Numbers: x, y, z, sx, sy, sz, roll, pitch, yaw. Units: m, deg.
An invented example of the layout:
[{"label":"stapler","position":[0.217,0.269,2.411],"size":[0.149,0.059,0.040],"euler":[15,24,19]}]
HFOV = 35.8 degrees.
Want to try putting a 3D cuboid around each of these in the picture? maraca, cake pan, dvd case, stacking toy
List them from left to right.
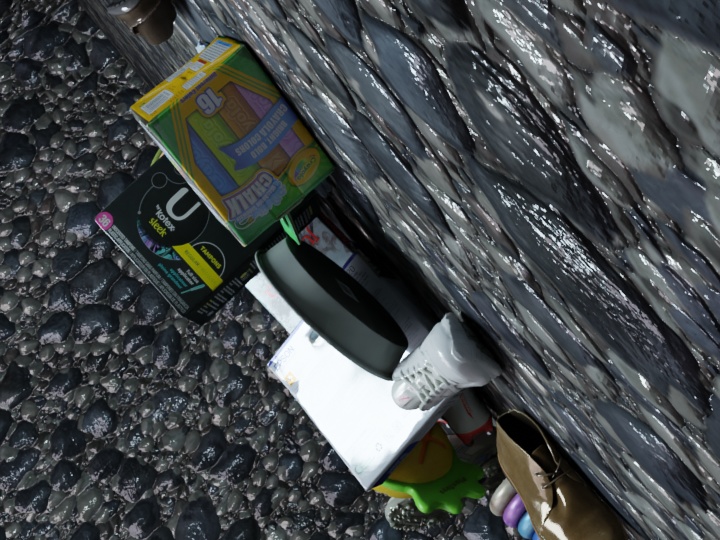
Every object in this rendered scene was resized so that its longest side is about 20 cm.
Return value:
[{"label":"dvd case","position":[-0.082,-0.013,1.357],"size":[0.200,0.146,0.022],"euler":[45,-151,18]},{"label":"cake pan","position":[-0.025,0.035,1.176],"size":[0.200,0.037,0.200],"euler":[41,-171,-8]},{"label":"maraca","position":[0.061,0.228,1.362],"size":[0.199,0.137,0.108],"euler":[32,130,33]},{"label":"stacking toy","position":[0.245,0.316,1.294],"size":[0.200,0.085,0.085],"euler":[45,173,24]}]

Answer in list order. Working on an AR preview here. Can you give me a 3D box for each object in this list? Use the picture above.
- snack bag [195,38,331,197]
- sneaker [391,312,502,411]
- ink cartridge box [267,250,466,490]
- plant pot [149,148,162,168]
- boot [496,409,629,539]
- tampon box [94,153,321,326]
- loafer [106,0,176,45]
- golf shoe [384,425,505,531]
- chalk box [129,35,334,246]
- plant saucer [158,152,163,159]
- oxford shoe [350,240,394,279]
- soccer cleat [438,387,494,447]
[{"label":"snack bag","position":[-0.116,-0.175,1.273],"size":[0.200,0.021,0.189],"euler":[53,175,-21]},{"label":"sneaker","position":[0.076,0.102,1.090],"size":[0.078,0.099,0.200],"euler":[49,175,7]},{"label":"ink cartridge box","position":[0.011,0.114,1.292],"size":[0.200,0.200,0.040],"euler":[49,-154,21]},{"label":"plant pot","position":[-0.157,-0.088,1.502],"size":[0.189,0.200,0.200],"euler":[29,162,42]},{"label":"boot","position":[0.192,0.217,1.109],"size":[0.200,0.073,0.076],"euler":[49,166,47]},{"label":"tampon box","position":[-0.165,-0.062,1.252],"size":[0.150,0.200,0.126],"euler":[46,175,5]},{"label":"loafer","position":[-0.232,-0.294,1.247],"size":[0.071,0.073,0.200],"euler":[41,-177,-14]},{"label":"golf shoe","position":[0.108,0.263,1.447],"size":[0.097,0.199,0.079],"euler":[48,153,43]},{"label":"chalk box","position":[-0.115,-0.115,1.117],"size":[0.200,0.124,0.124],"euler":[52,174,-24]},{"label":"plant saucer","position":[-0.198,-0.074,1.399],"size":[0.037,0.201,0.200],"euler":[2,-143,-47]},{"label":"oxford shoe","position":[0.000,0.000,1.376],"size":[0.071,0.072,0.200],"euler":[14,-161,-40]},{"label":"soccer cleat","position":[0.117,0.165,1.447],"size":[0.086,0.068,0.200],"euler":[65,173,-10]}]
